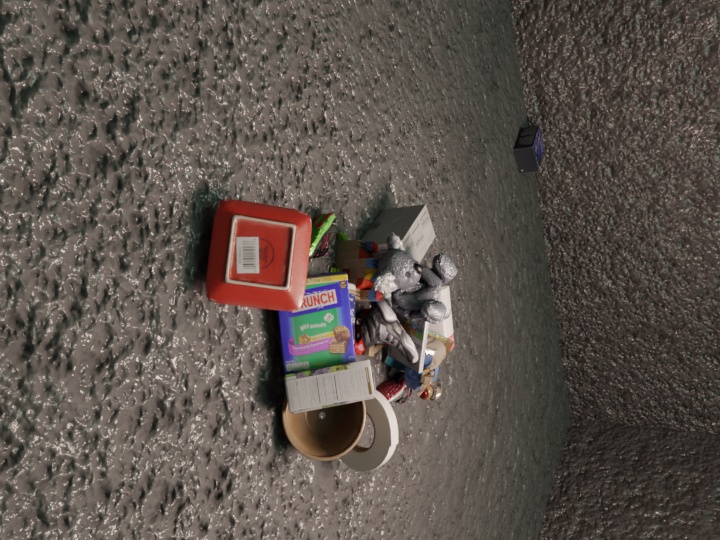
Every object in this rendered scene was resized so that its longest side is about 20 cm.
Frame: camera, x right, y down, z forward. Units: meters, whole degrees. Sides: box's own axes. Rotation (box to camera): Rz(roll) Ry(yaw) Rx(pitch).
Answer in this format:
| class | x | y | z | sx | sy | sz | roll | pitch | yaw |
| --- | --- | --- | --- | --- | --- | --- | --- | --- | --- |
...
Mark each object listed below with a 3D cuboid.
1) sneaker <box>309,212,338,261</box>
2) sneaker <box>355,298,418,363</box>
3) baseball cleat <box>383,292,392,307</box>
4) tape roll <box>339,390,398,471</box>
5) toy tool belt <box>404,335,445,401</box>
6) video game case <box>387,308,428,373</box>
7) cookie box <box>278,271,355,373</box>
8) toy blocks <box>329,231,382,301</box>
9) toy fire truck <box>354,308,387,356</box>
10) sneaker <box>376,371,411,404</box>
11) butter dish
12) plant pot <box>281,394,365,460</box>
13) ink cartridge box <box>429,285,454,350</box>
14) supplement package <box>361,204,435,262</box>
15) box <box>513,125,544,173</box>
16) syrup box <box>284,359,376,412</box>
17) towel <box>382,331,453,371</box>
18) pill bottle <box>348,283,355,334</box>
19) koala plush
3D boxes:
| class | x | y | z | sx | sy | sz | roll | pitch | yaw |
| --- | --- | --- | --- | --- | --- | --- | --- | --- | --- |
| sneaker | -0.102 | -0.062 | 1.369 | 0.201 | 0.075 | 0.085 | -54 | 127 | -43 |
| sneaker | 0.067 | 0.182 | 1.487 | 0.203 | 0.112 | 0.076 | 57 | -3 | -15 |
| baseball cleat | 0.112 | 0.126 | 1.686 | 0.197 | 0.069 | 0.109 | 23 | 40 | -46 |
| tape roll | 0.003 | 0.394 | 1.399 | 0.037 | 0.198 | 0.210 | 1 | 88 | -55 |
| toy tool belt | 0.173 | 0.295 | 1.632 | 0.121 | 0.122 | 0.207 | -16 | 114 | -51 |
| video game case | 0.133 | 0.162 | 1.555 | 0.017 | 0.142 | 0.207 | -4 | 106 | -36 |
| cookie box | -0.103 | 0.114 | 1.276 | 0.075 | 0.165 | 0.207 | -156 | -120 | -81 |
| toy blocks | 0.000 | 0.000 | 1.471 | 0.099 | 0.133 | 0.207 | 20 | 72 | -54 |
| toy fire truck | 0.024 | 0.189 | 1.580 | 0.200 | 0.048 | 0.145 | -48 | 129 | -46 |
| sneaker | 0.109 | 0.370 | 1.679 | 0.198 | 0.079 | 0.077 | -18 | 105 | -57 |
| butter dish | -0.211 | -0.023 | 1.146 | 0.193 | 0.147 | 0.207 | 8 | 81 | -16 |
| plant pot | -0.088 | 0.339 | 1.319 | 0.093 | 0.194 | 0.207 | 114 | -12 | -71 |
| ink cartridge box | 0.218 | 0.153 | 1.798 | 0.082 | 0.143 | 0.207 | -17 | 103 | -57 |
| supplement package | 0.105 | -0.085 | 1.623 | 0.201 | 0.152 | 0.113 | -53 | 130 | -44 |
| box | 0.879 | -0.631 | 2.918 | 0.150 | 0.102 | 0.203 | 60 | 42 | -37 |
| syrup box | -0.066 | 0.259 | 1.248 | 0.079 | 0.193 | 0.084 | 96 | -17 | -74 |
| towel | 0.176 | 0.247 | 1.704 | 0.196 | 0.022 | 0.150 | 21 | 106 | -25 |
| pill bottle | -0.067 | 0.135 | 1.382 | 0.110 | 0.108 | 0.207 | 10 | 80 | -56 |
| koala plush | 0.113 | 0.018 | 1.424 | 0.199 | 0.180 | 0.182 | 38 | 59 | -38 |
